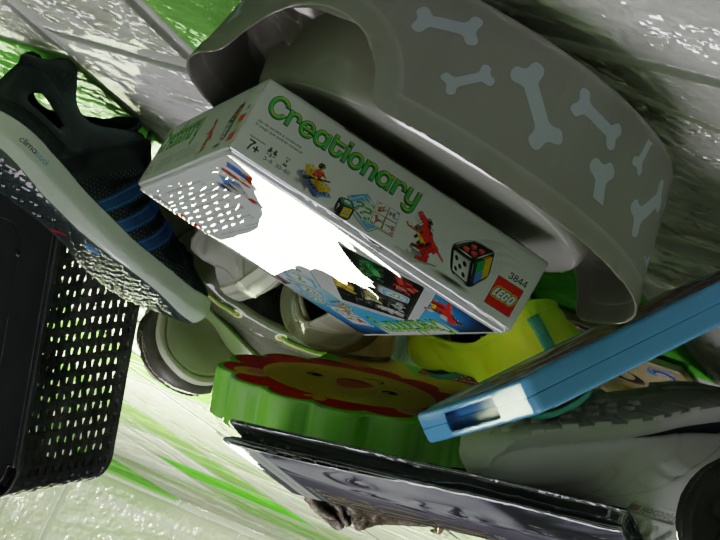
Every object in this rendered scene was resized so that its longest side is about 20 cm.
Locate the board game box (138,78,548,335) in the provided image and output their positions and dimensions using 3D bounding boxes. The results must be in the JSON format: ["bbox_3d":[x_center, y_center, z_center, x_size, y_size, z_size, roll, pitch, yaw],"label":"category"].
[{"bbox_3d":[-0.015,-0.020,0.929,0.126,0.035,0.200,33,170,-12],"label":"board game box"}]

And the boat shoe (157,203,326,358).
[{"bbox_3d":[-0.085,-0.009,1.369,0.202,0.072,0.060,42,135,-23],"label":"boat shoe"}]

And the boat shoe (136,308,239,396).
[{"bbox_3d":[-0.107,0.043,1.434,0.067,0.057,0.200,47,-163,-7],"label":"boat shoe"}]

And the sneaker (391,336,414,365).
[{"bbox_3d":[0.047,0.093,1.513,0.088,0.074,0.200,21,165,0],"label":"sneaker"}]

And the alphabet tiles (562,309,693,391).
[{"bbox_3d":[0.130,0.054,1.339,0.166,0.006,0.200,19,167,29],"label":"alphabet tiles"}]

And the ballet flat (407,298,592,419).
[{"bbox_3d":[0.066,0.025,1.197,0.067,0.067,0.200,62,169,-15],"label":"ballet flat"}]

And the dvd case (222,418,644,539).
[{"bbox_3d":[0.043,0.116,1.155,0.199,0.016,0.149,12,168,15],"label":"dvd case"}]

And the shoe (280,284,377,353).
[{"bbox_3d":[0.000,0.000,1.209,0.053,0.070,0.200,17,164,-25],"label":"shoe"}]

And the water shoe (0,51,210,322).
[{"bbox_3d":[-0.132,-0.043,1.267,0.071,0.079,0.200,17,160,40],"label":"water shoe"}]

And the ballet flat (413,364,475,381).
[{"bbox_3d":[0.108,0.107,1.419,0.200,0.071,0.065,25,-161,-40],"label":"ballet flat"}]

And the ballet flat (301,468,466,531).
[{"bbox_3d":[0.059,0.136,1.310,0.199,0.047,0.067,11,-178,-20],"label":"ballet flat"}]

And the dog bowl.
[{"bbox_3d":[0.032,-0.054,0.893,0.200,0.059,0.200,29,170,6],"label":"dog bowl"}]

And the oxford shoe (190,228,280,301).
[{"bbox_3d":[-0.049,-0.025,1.225,0.058,0.075,0.200,54,164,-5],"label":"oxford shoe"}]

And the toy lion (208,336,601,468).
[{"bbox_3d":[0.023,0.079,1.272,0.199,0.069,0.192,12,-172,12],"label":"toy lion"}]

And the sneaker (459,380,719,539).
[{"bbox_3d":[0.135,0.104,1.179,0.199,0.081,0.076,-1,-170,-35],"label":"sneaker"}]

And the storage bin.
[{"bbox_3d":[-0.218,0.026,1.416,0.135,0.201,0.094,18,-168,31],"label":"storage bin"}]

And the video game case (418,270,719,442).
[{"bbox_3d":[0.109,0.032,0.993,0.018,0.143,0.200,65,167,2],"label":"video game case"}]

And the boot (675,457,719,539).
[{"bbox_3d":[0.200,0.148,1.135,0.211,0.080,0.158,29,167,-28],"label":"boot"}]

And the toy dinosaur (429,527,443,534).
[{"bbox_3d":[0.027,0.118,1.423,0.199,0.058,0.101,26,159,-7],"label":"toy dinosaur"}]
